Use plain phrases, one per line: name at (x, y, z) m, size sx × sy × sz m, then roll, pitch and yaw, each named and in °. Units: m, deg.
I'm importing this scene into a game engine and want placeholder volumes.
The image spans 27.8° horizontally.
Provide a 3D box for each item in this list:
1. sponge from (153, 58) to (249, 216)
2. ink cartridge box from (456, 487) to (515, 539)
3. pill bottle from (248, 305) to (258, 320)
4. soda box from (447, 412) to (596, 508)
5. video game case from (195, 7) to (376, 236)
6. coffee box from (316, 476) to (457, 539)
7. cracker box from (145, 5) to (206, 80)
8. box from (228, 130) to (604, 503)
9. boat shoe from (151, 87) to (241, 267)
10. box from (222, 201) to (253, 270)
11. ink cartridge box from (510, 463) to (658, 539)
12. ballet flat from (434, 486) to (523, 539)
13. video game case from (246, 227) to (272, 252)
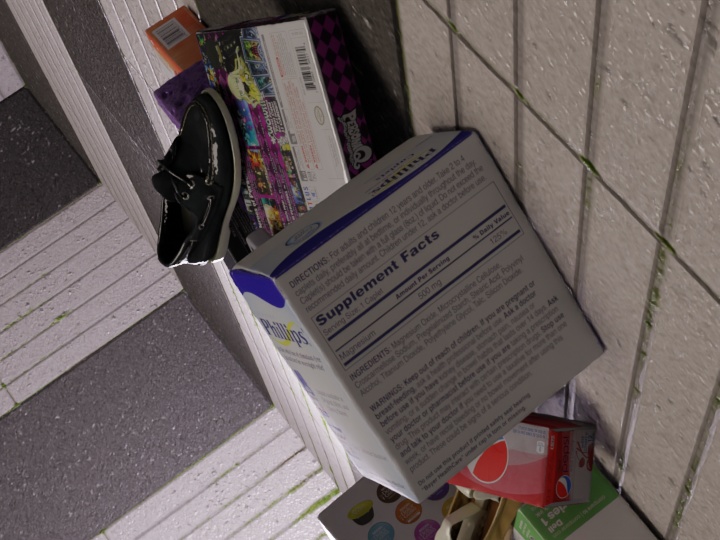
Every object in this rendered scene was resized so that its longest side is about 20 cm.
sponge at (-0.095, -0.127, 1.370) m, size 0.200 × 0.112 × 0.030 m, roll 50°, pitch 167°, yaw 23°
ink cartridge box at (0.117, 0.169, 1.467) m, size 0.200 × 0.075 × 0.165 m, roll 51°, pitch 170°, yaw 22°
pill bottle at (-0.087, -0.006, 1.700) m, size 0.111 × 0.111 × 0.200 m, roll 51°, pitch 169°, yaw 17°
soda box at (0.105, 0.151, 1.257) m, size 0.200 × 0.063 × 0.070 m, roll 6°, pitch 93°, yaw 47°
video game case at (-0.055, -0.110, 1.201) m, size 0.181 × 0.036 × 0.200 m, roll 6°, pitch 116°, yaw 56°
coffee box at (0.104, 0.317, 1.625) m, size 0.198 × 0.200 × 0.200 m, roll 44°, pitch 167°, yaw 36°
cracker box at (-0.156, -0.179, 1.614) m, size 0.134 × 0.058 × 0.200 m, roll 47°, pitch 168°, yaw 34°
box at (0.041, 0.030, 1.058) m, size 0.200 × 0.184 × 0.105 m, roll 58°, pitch 163°, yaw -16°
boat shoe at (-0.153, -0.075, 1.287) m, size 0.075 × 0.066 × 0.199 m, roll 57°, pitch 151°, yaw 27°
box at (-0.066, -0.032, 1.458) m, size 0.079 × 0.141 × 0.200 m, roll 44°, pitch 165°, yaw 51°
ink cartridge box at (0.230, 0.282, 1.299) m, size 0.200 × 0.084 × 0.146 m, roll 51°, pitch 169°, yaw 19°
ballet flat at (0.109, 0.216, 1.333) m, size 0.069 × 0.063 × 0.200 m, roll 35°, pitch 117°, yaw 44°
video game case at (-0.017, 0.077, 1.234) m, size 0.200 × 0.022 × 0.182 m, roll 45°, pitch 164°, yaw 45°
